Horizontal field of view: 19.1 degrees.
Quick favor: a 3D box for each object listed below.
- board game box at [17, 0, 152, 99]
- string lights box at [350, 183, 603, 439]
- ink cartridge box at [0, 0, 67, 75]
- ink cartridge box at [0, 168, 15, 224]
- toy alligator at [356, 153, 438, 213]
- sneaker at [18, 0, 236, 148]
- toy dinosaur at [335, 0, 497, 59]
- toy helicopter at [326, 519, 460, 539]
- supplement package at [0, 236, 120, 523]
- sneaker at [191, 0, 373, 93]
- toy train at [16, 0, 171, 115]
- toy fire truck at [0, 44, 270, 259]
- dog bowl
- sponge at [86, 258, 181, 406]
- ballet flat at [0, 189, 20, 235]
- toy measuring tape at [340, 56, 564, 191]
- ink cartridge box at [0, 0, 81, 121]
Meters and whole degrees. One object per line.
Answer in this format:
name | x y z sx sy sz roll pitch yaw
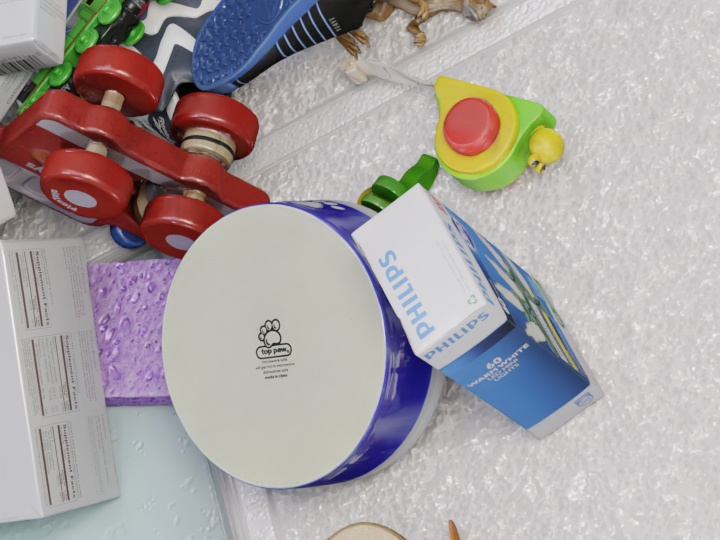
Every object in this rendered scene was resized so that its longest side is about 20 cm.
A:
board game box | -0.252 -0.199 1.753 0.199 0.030 0.096 -24 60 2
string lights box | 0.079 0.031 1.406 0.059 0.200 0.103 -35 59 12
ink cartridge box | -0.302 -0.243 1.649 0.161 0.057 0.202 -8 64 21
ink cartridge box | -0.379 -0.070 1.581 0.199 0.125 0.130 -3 110 42
toy alligator | 0.000 0.000 1.550 0.059 0.054 0.201 23 83 34
sneaker | -0.176 -0.130 1.683 0.198 0.080 0.130 -26 51 7
toy dinosaur | 0.015 -0.221 1.637 0.199 0.060 0.106 35 77 24
toy helicopter | 0.040 0.255 1.432 0.132 0.079 0.201 -35 68 2
supplement package | -0.285 0.086 1.604 0.155 0.111 0.202 -9 88 26
sneaker | -0.044 -0.188 1.579 0.200 0.077 0.071 -36 54 40
toy train | -0.198 -0.189 1.654 0.200 0.042 0.056 -51 41 -3
toy fire truck | -0.176 -0.071 1.604 0.168 0.199 0.113 -24 46 55
dog bowl | -0.041 0.051 1.501 0.199 0.079 0.202 1 92 34
sponge | -0.202 0.049 1.659 0.198 0.030 0.113 -3 70 28
ballet flat | -0.334 -0.035 1.753 0.199 0.069 0.070 -29 59 21
toy measuring tape | 0.058 -0.102 1.551 0.199 0.073 0.074 18 80 33
ink cartridge box | -0.340 -0.190 1.695 0.199 0.043 0.197 32 87 28
